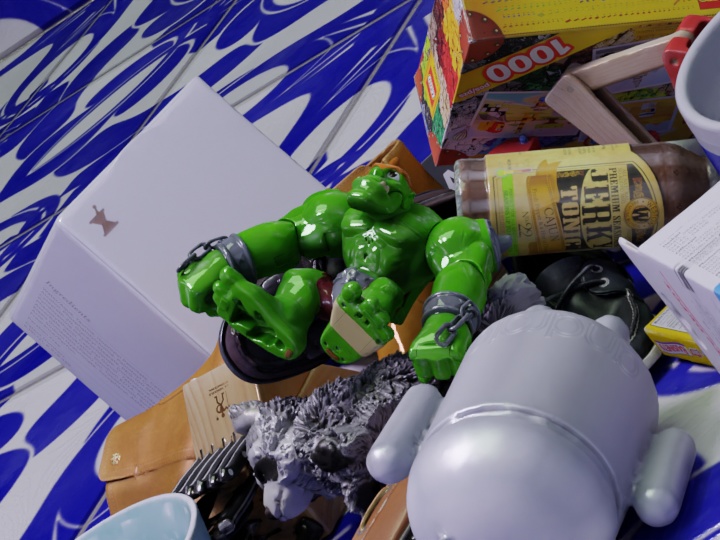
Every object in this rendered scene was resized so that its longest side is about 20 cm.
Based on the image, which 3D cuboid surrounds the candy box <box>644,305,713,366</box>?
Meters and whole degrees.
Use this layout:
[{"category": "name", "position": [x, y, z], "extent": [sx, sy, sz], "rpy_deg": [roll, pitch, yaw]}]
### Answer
[{"category": "candy box", "position": [0.258, -0.020, 1.557], "extent": [0.200, 0.026, 0.102], "rpy_deg": [-43, 17, -13]}]

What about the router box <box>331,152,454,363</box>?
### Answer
[{"category": "router box", "position": [0.041, -0.029, 1.926], "extent": [0.200, 0.052, 0.157], "rpy_deg": [-43, -6, -8]}]

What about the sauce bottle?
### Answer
[{"category": "sauce bottle", "position": [0.156, -0.046, 1.649], "extent": [0.199, 0.065, 0.065], "rpy_deg": [-6, 21, 4]}]

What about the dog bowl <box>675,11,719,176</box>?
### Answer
[{"category": "dog bowl", "position": [0.283, -0.114, 1.552], "extent": [0.200, 0.079, 0.200], "rpy_deg": [-28, 26, 15]}]

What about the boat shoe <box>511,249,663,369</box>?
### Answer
[{"category": "boat shoe", "position": [0.131, 0.020, 1.663], "extent": [0.074, 0.066, 0.199], "rpy_deg": [-36, 17, 8]}]

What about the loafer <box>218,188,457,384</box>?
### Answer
[{"category": "loafer", "position": [0.000, 0.000, 1.682], "extent": [0.200, 0.072, 0.063], "rpy_deg": [-32, -2, -28]}]

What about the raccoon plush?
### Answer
[{"category": "raccoon plush", "position": [0.016, 0.077, 1.660], "extent": [0.200, 0.097, 0.134], "rpy_deg": [-41, 33, -16]}]

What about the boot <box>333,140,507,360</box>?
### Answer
[{"category": "boot", "position": [0.013, 0.015, 1.763], "extent": [0.071, 0.144, 0.201], "rpy_deg": [-34, 13, 44]}]

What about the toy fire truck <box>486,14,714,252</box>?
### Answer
[{"category": "toy fire truck", "position": [0.158, -0.083, 1.720], "extent": [0.199, 0.142, 0.049], "rpy_deg": [-2, 32, 27]}]

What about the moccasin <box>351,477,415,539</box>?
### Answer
[{"category": "moccasin", "position": [0.043, 0.132, 1.563], "extent": [0.078, 0.074, 0.202], "rpy_deg": [-5, 46, 49]}]

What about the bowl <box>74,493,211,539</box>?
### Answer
[{"category": "bowl", "position": [-0.143, 0.237, 1.618], "extent": [0.201, 0.105, 0.201], "rpy_deg": [-37, 16, 12]}]

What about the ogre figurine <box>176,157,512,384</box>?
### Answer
[{"category": "ogre figurine", "position": [-0.001, 0.001, 1.598], "extent": [0.199, 0.098, 0.120], "rpy_deg": [-8, 29, 45]}]

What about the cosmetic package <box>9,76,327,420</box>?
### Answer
[{"category": "cosmetic package", "position": [-0.134, -0.001, 2.033], "extent": [0.167, 0.166, 0.200], "rpy_deg": [-48, -2, -27]}]

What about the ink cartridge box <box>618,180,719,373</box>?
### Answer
[{"category": "ink cartridge box", "position": [0.214, 0.020, 1.385], "extent": [0.067, 0.116, 0.200], "rpy_deg": [-40, 16, -3]}]

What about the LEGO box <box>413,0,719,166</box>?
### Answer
[{"category": "LEGO box", "position": [0.146, -0.146, 1.770], "extent": [0.199, 0.077, 0.149], "rpy_deg": [-7, -29, -11]}]

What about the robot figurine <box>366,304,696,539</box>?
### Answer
[{"category": "robot figurine", "position": [0.091, 0.099, 1.451], "extent": [0.169, 0.113, 0.200], "rpy_deg": [5, 34, 17]}]

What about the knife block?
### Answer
[{"category": "knife block", "position": [-0.045, 0.146, 1.754], "extent": [0.064, 0.176, 0.200], "rpy_deg": [-27, -25, 33]}]

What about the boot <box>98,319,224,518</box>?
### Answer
[{"category": "boot", "position": [-0.116, 0.092, 1.879], "extent": [0.144, 0.071, 0.202], "rpy_deg": [-13, 64, 37]}]
